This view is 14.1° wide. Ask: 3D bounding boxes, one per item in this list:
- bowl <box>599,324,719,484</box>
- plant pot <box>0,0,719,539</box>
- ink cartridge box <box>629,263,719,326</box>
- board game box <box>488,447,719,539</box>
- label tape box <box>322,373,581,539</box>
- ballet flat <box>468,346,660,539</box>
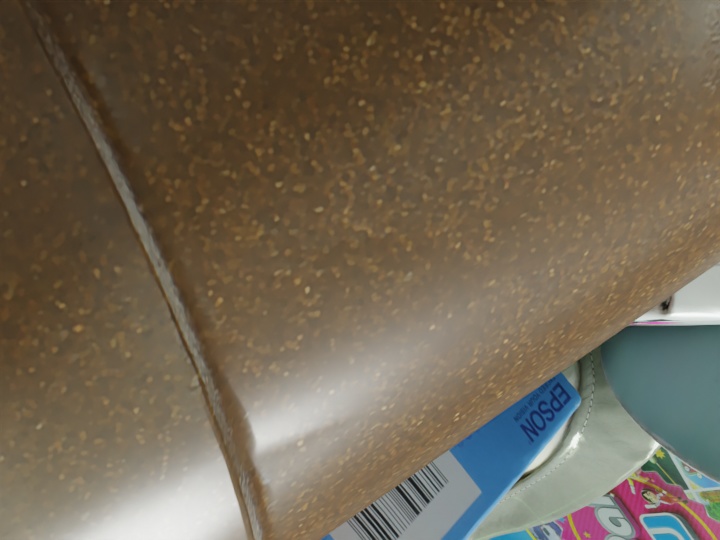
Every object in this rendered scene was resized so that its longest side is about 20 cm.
[{"bbox_3d":[0.178,-0.009,0.875,0.201,0.105,0.201,5,-155,-2],"label":"bowl"},{"bbox_3d":[-0.018,-0.053,0.443,0.198,0.200,0.200,-30,172,-12],"label":"plant pot"},{"bbox_3d":[0.035,-0.005,0.754,0.173,0.044,0.200,-2,179,-22],"label":"ink cartridge box"},{"bbox_3d":[0.140,0.087,1.053,0.200,0.148,0.064,-12,-150,50],"label":"board game box"},{"bbox_3d":[-0.037,0.100,0.932,0.200,0.066,0.143,-43,-179,39],"label":"label tape box"},{"bbox_3d":[0.037,0.061,0.996,0.064,0.067,0.200,7,149,-40],"label":"ballet flat"}]
